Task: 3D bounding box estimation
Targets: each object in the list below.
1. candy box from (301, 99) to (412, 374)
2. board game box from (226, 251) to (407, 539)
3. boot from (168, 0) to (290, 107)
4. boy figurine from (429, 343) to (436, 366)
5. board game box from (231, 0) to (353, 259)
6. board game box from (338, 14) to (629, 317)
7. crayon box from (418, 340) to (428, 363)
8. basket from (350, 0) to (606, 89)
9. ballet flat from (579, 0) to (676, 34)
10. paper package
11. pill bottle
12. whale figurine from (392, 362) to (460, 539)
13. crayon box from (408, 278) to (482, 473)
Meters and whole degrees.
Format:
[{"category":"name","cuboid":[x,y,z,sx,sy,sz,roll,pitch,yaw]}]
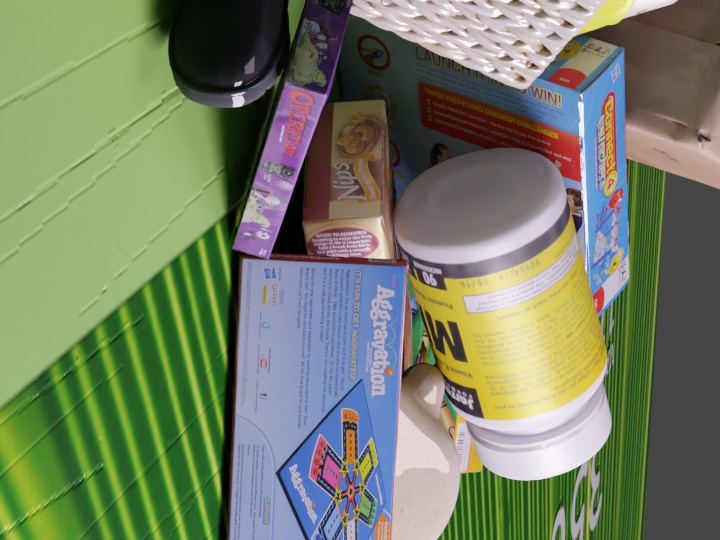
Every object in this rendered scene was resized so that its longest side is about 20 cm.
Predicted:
[{"category":"candy box","cuboid":[0.000,0.000,1.522,0.116,0.055,0.200,-89,174,-46]},{"category":"board game box","cuboid":[-0.027,0.090,1.407,0.019,0.103,0.201,-94,-173,-79]},{"category":"boot","cuboid":[-0.073,-0.209,1.186,0.200,0.065,0.165,84,11,-46]},{"category":"boy figurine","cuboid":[0.078,-0.004,1.719,0.125,0.064,0.200,89,3,-47]},{"category":"board game box","cuboid":[-0.035,-0.103,1.316,0.200,0.032,0.120,114,-5,-62]},{"category":"board game box","cuboid":[0.083,-0.083,1.552,0.056,0.200,0.196,-43,142,-36]},{"category":"crayon box","cuboid":[0.012,0.164,1.677,0.127,0.051,0.200,77,25,-49]},{"category":"basket","cuboid":[0.071,-0.248,1.372,0.161,0.200,0.199,127,-18,-56]},{"category":"ballet flat","cuboid":[0.182,-0.201,1.413,0.200,0.067,0.067,-53,-158,39]},{"category":"paper package","cuboid":[0.213,-0.131,1.594,0.200,0.190,0.104,20,91,-57]},{"category":"pill bottle","cuboid":[0.098,0.031,1.501,0.114,0.114,0.200,-65,144,-50]},{"category":"whale figurine","cuboid":[-0.019,0.102,1.479,0.159,0.104,0.200,-34,115,-22]},{"category":"crayon box","cuboid":[0.071,0.062,1.840,0.119,0.058,0.201,13,83,-75]}]
